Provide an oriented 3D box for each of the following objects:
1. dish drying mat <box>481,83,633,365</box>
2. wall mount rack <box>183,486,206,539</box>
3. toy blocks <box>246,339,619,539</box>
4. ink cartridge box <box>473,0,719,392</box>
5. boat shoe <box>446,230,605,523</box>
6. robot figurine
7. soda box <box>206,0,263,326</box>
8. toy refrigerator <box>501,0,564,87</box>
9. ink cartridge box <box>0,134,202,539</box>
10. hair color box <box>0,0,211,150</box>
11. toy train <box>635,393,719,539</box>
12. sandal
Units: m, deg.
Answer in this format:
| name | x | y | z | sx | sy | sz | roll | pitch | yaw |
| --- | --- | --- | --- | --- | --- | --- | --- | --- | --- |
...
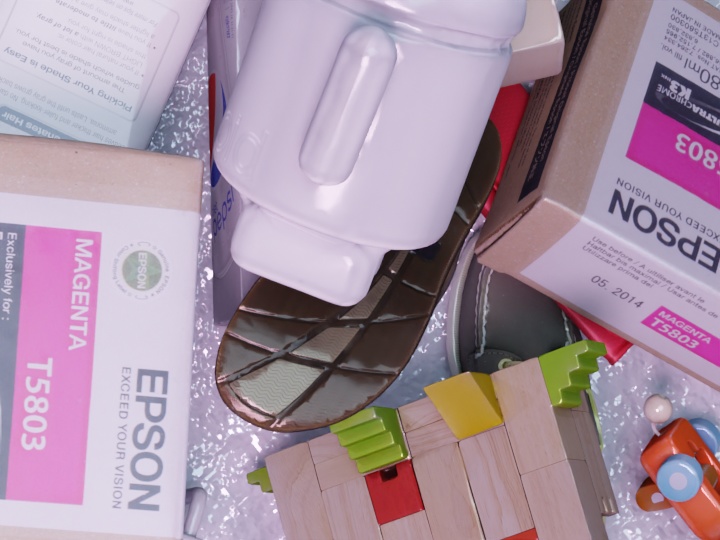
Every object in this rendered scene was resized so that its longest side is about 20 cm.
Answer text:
| name | x | y | z | sx | sy | sz | roll | pitch | yaw |
| --- | --- | --- | --- | --- | --- | --- | --- | --- | --- |
| dish drying mat | 0.086 | -0.048 | 1.420 | 0.200 | 0.018 | 0.077 | 50 | 47 | 1 |
| wall mount rack | -0.156 | 0.169 | 1.333 | 0.199 | 0.075 | 0.174 | 20 | 78 | -12 |
| toy blocks | 0.046 | 0.131 | 1.326 | 0.199 | 0.100 | 0.137 | -21 | 76 | 23 |
| ink cartridge box | 0.176 | -0.038 | 1.405 | 0.199 | 0.075 | 0.165 | 29 | 56 | -14 |
| boat shoe | 0.088 | 0.074 | 1.407 | 0.072 | 0.060 | 0.203 | -3 | 83 | -15 |
| robot figurine | 0.005 | -0.088 | 1.244 | 0.113 | 0.170 | 0.201 | 20 | 106 | -2 |
| soda box | -0.038 | -0.073 | 1.386 | 0.068 | 0.063 | 0.201 | -1 | 86 | -17 |
| toy refrigerator | 0.043 | -0.191 | 1.362 | 0.070 | 0.076 | 0.201 | -12 | 82 | 1 |
| ink cartridge box | -0.160 | 0.042 | 1.264 | 0.164 | 0.075 | 0.201 | 4 | 81 | -14 |
| hair color box | -0.153 | -0.075 | 1.357 | 0.100 | 0.061 | 0.201 | 25 | 79 | -12 |
| toy train | 0.163 | 0.155 | 1.376 | 0.056 | 0.200 | 0.150 | -36 | 97 | 23 |
| sandal | 0.000 | 0.000 | 1.334 | 0.082 | 0.055 | 0.200 | 31 | 63 | -1 |
